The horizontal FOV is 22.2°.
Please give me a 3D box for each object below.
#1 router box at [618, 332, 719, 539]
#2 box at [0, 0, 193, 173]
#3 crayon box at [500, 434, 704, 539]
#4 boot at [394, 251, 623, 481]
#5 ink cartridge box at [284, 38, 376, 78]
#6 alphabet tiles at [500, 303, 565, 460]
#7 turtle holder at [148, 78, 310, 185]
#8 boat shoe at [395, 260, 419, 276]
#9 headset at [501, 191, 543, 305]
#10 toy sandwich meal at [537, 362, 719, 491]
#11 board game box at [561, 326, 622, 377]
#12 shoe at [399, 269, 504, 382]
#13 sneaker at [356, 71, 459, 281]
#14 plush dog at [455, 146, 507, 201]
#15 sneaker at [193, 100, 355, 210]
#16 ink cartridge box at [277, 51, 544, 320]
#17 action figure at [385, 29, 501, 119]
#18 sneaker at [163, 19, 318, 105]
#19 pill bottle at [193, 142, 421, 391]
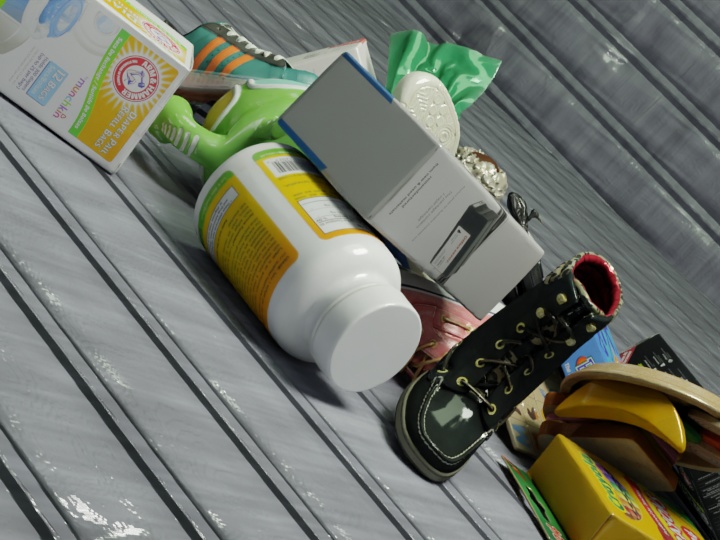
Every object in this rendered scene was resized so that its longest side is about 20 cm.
[{"bbox_3d":[0.336,0.177,1.862,0.151,0.062,0.200,62,-1,-30],"label":"router box"},{"bbox_3d":[-0.244,-0.189,1.487,0.199,0.113,0.101,37,12,-14],"label":"box"},{"bbox_3d":[0.219,0.215,1.541,0.199,0.051,0.127,32,14,-29],"label":"crayon box"},{"bbox_3d":[0.115,0.069,1.421,0.074,0.154,0.204,48,33,-2],"label":"boot"},{"bbox_3d":[-0.085,-0.174,1.856,0.117,0.198,0.068,-68,144,-78],"label":"ink cartridge box"},{"bbox_3d":[0.155,0.105,1.697,0.199,0.006,0.168,26,40,-50],"label":"alphabet tiles"},{"bbox_3d":[-0.090,-0.099,1.610,0.184,0.142,0.132,-15,36,-16],"label":"turtle holder"},{"bbox_3d":[0.000,0.000,1.590,0.199,0.071,0.064,28,35,-39],"label":"boat shoe"},{"bbox_3d":[0.122,-0.009,1.779,0.200,0.122,0.095,146,-66,-69],"label":"headset"},{"bbox_3d":[0.247,0.148,1.596,0.204,0.071,0.205,21,-20,8],"label":"toy sandwich meal"},{"bbox_3d":[0.230,0.104,1.775,0.152,0.045,0.201,-35,104,-78],"label":"board game box"},{"bbox_3d":[0.052,0.062,1.548,0.199,0.072,0.092,13,46,-31],"label":"shoe"},{"bbox_3d":[0.037,-0.092,1.658,0.111,0.076,0.201,31,-41,50],"label":"sneaker"},{"bbox_3d":[0.022,-0.063,1.837,0.199,0.162,0.171,29,23,32],"label":"plush dog"},{"bbox_3d":[-0.070,-0.091,1.749,0.200,0.075,0.087,41,7,10],"label":"sneaker"},{"bbox_3d":[0.043,-0.065,1.485,0.145,0.084,0.200,48,4,38],"label":"ink cartridge box"},{"bbox_3d":[0.056,-0.145,1.798,0.117,0.055,0.201,12,51,13],"label":"action figure"},{"bbox_3d":[-0.121,-0.199,1.748,0.198,0.081,0.071,10,-12,23],"label":"sneaker"},{"bbox_3d":[-0.038,0.000,1.413,0.111,0.111,0.200,25,18,-47],"label":"pill bottle"}]
